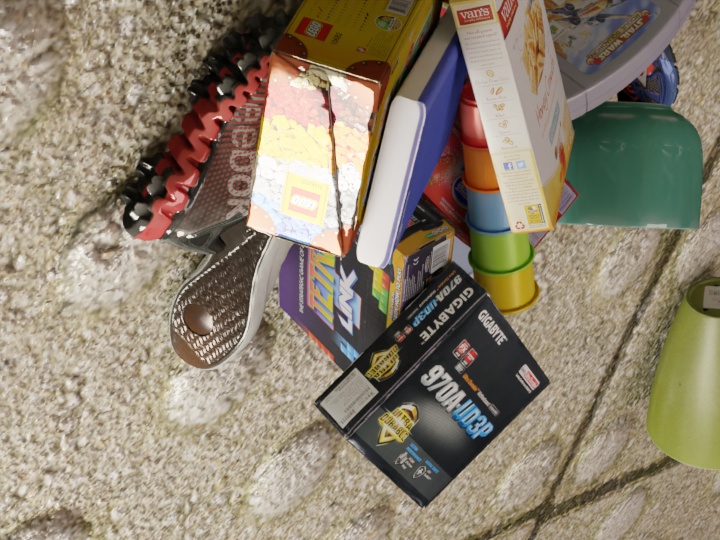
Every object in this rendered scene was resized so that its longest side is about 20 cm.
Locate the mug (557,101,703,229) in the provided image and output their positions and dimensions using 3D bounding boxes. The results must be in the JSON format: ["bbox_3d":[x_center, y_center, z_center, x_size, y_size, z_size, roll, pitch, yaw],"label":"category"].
[{"bbox_3d":[0.233,-0.101,1.624,0.152,0.184,0.116,-4,98,-60],"label":"mug"}]

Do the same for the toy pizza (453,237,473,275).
[{"bbox_3d":[0.092,-0.071,1.595,0.199,0.032,0.201,-31,141,-30],"label":"toy pizza"}]

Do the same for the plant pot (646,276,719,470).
[{"bbox_3d":[0.456,0.116,2.174,0.186,0.187,0.201,-30,129,-32],"label":"plant pot"}]

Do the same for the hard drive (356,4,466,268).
[{"bbox_3d":[0.045,-0.106,1.240,0.200,0.025,0.133,-62,168,-57],"label":"hard drive"}]

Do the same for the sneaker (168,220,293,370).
[{"bbox_3d":[-0.090,-0.003,1.389,0.201,0.073,0.085,-59,171,34],"label":"sneaker"}]

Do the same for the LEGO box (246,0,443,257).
[{"bbox_3d":[-0.005,-0.133,1.200,0.201,0.077,0.150,-65,170,-49],"label":"LEGO box"}]

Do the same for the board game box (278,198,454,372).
[{"bbox_3d":[0.000,0.000,1.417,0.056,0.165,0.201,-29,143,-28],"label":"board game box"}]

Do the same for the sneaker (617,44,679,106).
[{"bbox_3d":[0.252,-0.211,1.636,0.078,0.075,0.201,-31,137,-15],"label":"sneaker"}]

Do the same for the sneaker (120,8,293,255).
[{"bbox_3d":[-0.090,-0.095,1.262,0.097,0.071,0.201,29,103,-25],"label":"sneaker"}]

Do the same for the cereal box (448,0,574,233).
[{"bbox_3d":[0.117,-0.150,1.283,0.144,0.039,0.201,-70,149,-51],"label":"cereal box"}]

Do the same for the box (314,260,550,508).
[{"bbox_3d":[0.063,0.099,1.399,0.159,0.046,0.200,-45,148,-3],"label":"box"}]

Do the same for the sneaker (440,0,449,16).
[{"bbox_3d":[0.057,-0.232,1.339,0.199,0.084,0.078,26,61,-44],"label":"sneaker"}]

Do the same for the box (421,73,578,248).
[{"bbox_3d":[0.086,-0.096,1.458,0.100,0.095,0.200,-50,135,-1],"label":"box"}]

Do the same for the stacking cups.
[{"bbox_3d":[0.113,-0.062,1.396,0.060,0.060,0.201,-30,130,-31],"label":"stacking cups"}]

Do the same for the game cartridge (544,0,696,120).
[{"bbox_3d":[0.192,-0.213,1.478,0.200,0.133,0.042,-41,149,-16],"label":"game cartridge"}]
